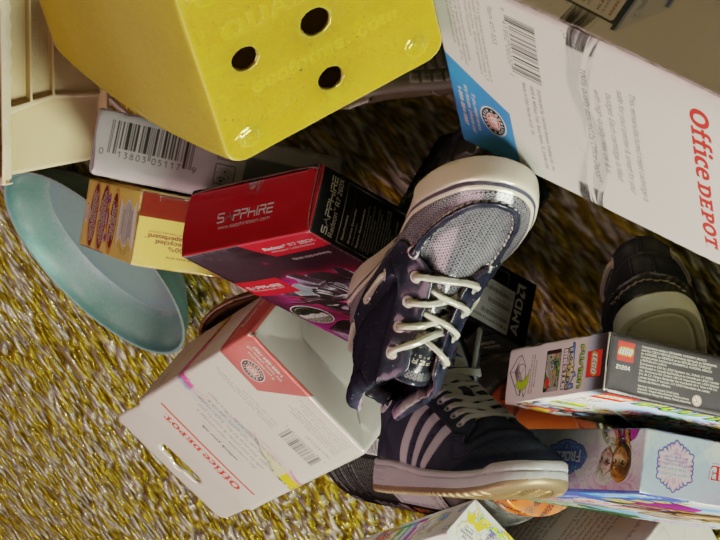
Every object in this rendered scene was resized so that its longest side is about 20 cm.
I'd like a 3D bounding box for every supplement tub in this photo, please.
[{"bbox_3d":[0.067,0.113,1.803,0.200,0.123,0.123,5,135,54],"label":"supplement tub"}]

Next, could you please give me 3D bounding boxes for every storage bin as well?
[{"bbox_3d":[-0.269,-0.179,1.786,0.200,0.094,0.199,17,111,46],"label":"storage bin"}]

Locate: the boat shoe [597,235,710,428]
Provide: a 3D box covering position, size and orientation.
[{"bbox_3d":[0.182,0.050,1.602,0.200,0.074,0.060,67,-168,-57],"label":"boat shoe"}]

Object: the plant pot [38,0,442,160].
[{"bbox_3d":[-0.065,-0.179,1.379,0.176,0.200,0.200,52,166,39],"label":"plant pot"}]

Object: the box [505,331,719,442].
[{"bbox_3d":[0.198,0.076,1.515,0.200,0.035,0.110,13,168,-25],"label":"box"}]

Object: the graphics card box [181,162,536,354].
[{"bbox_3d":[0.000,0.000,1.636,0.200,0.051,0.125,28,154,-38],"label":"graphics card box"}]

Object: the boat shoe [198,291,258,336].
[{"bbox_3d":[-0.041,0.041,1.814,0.074,0.076,0.200,15,160,-36],"label":"boat shoe"}]

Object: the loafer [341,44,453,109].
[{"bbox_3d":[-0.020,-0.123,1.527,0.200,0.075,0.070,1,169,-3],"label":"loafer"}]

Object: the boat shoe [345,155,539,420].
[{"bbox_3d":[0.047,0.016,1.489,0.075,0.093,0.200,12,151,-15],"label":"boat shoe"}]

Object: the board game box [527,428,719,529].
[{"bbox_3d":[0.195,0.132,1.603,0.199,0.041,0.200,12,171,-29],"label":"board game box"}]

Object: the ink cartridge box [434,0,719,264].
[{"bbox_3d":[0.144,-0.104,1.381,0.200,0.086,0.147,27,152,30],"label":"ink cartridge box"}]

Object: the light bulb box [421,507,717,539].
[{"bbox_3d":[0.167,0.242,1.856,0.200,0.125,0.198,11,140,48],"label":"light bulb box"}]

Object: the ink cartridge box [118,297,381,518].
[{"bbox_3d":[-0.071,0.093,1.788,0.116,0.068,0.200,46,143,-11],"label":"ink cartridge box"}]

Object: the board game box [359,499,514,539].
[{"bbox_3d":[0.073,0.232,1.790,0.134,0.034,0.200,47,155,-6],"label":"board game box"}]

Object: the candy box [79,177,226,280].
[{"bbox_3d":[-0.124,-0.028,1.824,0.116,0.057,0.200,9,180,-17],"label":"candy box"}]

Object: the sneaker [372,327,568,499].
[{"bbox_3d":[0.064,0.084,1.565,0.070,0.109,0.200,5,175,-25],"label":"sneaker"}]

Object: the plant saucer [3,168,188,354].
[{"bbox_3d":[-0.209,-0.016,2.121,0.200,0.036,0.200,35,154,20],"label":"plant saucer"}]

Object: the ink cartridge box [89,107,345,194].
[{"bbox_3d":[-0.093,-0.071,1.733,0.162,0.057,0.200,11,-174,-1],"label":"ink cartridge box"}]

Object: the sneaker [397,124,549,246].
[{"bbox_3d":[0.085,-0.061,1.578,0.079,0.075,0.200,33,164,-2],"label":"sneaker"}]
